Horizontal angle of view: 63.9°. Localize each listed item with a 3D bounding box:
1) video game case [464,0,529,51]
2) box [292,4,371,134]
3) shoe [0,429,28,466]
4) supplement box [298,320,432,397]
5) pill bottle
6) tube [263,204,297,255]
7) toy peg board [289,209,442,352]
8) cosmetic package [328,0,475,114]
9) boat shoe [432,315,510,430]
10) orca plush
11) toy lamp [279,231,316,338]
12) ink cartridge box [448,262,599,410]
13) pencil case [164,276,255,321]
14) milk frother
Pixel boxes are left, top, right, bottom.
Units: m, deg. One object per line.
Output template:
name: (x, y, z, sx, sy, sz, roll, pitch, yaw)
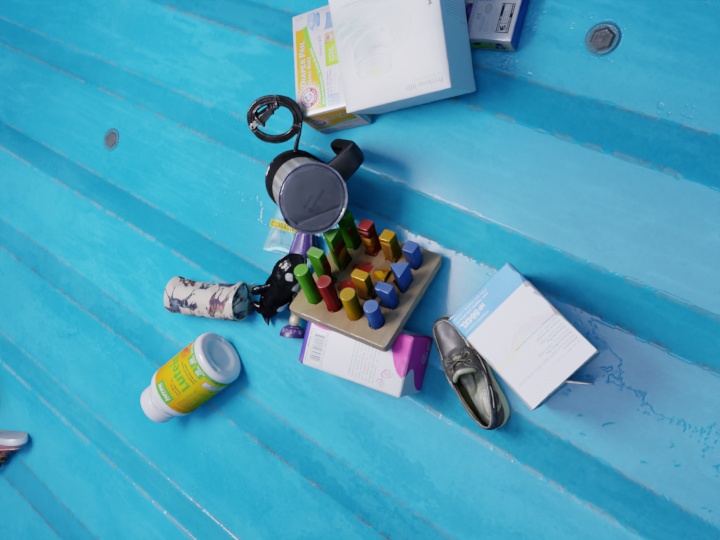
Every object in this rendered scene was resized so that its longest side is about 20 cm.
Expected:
video game case: (0.202, -0.488, 0.994, 0.180, 0.045, 0.201, 16, 93, 27)
box: (-0.052, -0.373, 1.079, 0.112, 0.101, 0.202, -7, 82, 26)
shoe: (-0.903, 0.454, 1.450, 0.199, 0.071, 0.092, -5, 84, 32)
supplement box: (0.009, 0.138, 1.000, 0.199, 0.103, 0.102, 15, 91, 28)
pill bottle: (-0.348, 0.223, 1.166, 0.200, 0.111, 0.111, -37, 70, 19)
tube: (-0.138, -0.130, 1.134, 0.077, 0.050, 0.201, 15, 97, 26)
toy peg board: (0.000, 0.000, 0.963, 0.198, 0.098, 0.200, 19, 60, 30)
cosmetic package: (0.070, -0.382, 0.970, 0.198, 0.123, 0.201, -4, 102, 32)
boat shoe: (0.173, 0.162, 0.935, 0.072, 0.066, 0.202, -33, 72, 20)
orca plush: (-0.172, 0.031, 1.069, 0.200, 0.071, 0.106, -34, 55, 54)
toy lamp: (-0.116, 0.026, 1.101, 0.058, 0.058, 0.202, 8, 91, 27)
ink cartridge box: (0.254, 0.109, 0.859, 0.125, 0.128, 0.200, -45, 67, 10)
pencil case: (-0.312, 0.056, 1.185, 0.199, 0.089, 0.078, 4, 115, 27)
milk frother: (-0.116, -0.188, 0.992, 0.181, 0.199, 0.188, -58, 23, 6)
